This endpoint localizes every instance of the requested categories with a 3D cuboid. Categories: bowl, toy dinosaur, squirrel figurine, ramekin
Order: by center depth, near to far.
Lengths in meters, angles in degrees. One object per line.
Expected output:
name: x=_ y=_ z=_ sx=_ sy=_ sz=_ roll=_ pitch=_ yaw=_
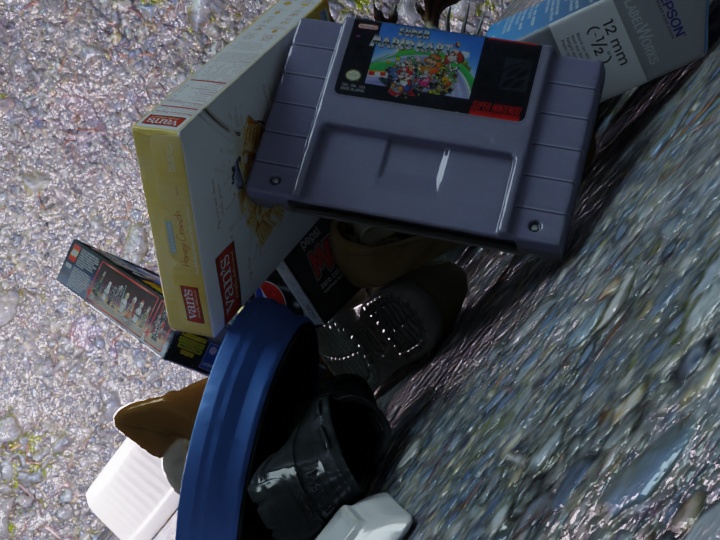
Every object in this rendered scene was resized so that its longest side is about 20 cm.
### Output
bowl: x=-0.069 y=0.120 z=0.969 sx=0.201 sy=0.039 sz=0.203 roll=12 pitch=-90 yaw=-80
toy dinosaur: x=0.050 y=-0.131 z=1.075 sx=0.104 sy=0.201 sz=0.183 roll=-12 pitch=52 yaw=10
squirrel figurine: x=-0.079 y=0.115 z=1.267 sx=0.199 sy=0.142 sz=0.187 roll=-31 pitch=5 yaw=35
ramekin: x=-0.287 y=0.275 z=2.029 sx=0.201 sy=0.105 sz=0.200 roll=-51 pitch=4 yaw=5

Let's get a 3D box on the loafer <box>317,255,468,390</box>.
loafer: x=0.023 y=0.038 z=1.105 sx=0.069 sy=0.076 sz=0.200 roll=-37 pitch=7 yaw=-27

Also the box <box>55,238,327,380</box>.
box: x=-0.132 y=0.040 z=1.128 sx=0.199 sy=0.136 sz=0.040 roll=27 pitch=91 yaw=54

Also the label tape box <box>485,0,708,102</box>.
label tape box: x=0.180 y=-0.165 z=0.980 sx=0.198 sy=0.067 sz=0.143 roll=-22 pitch=13 yaw=15

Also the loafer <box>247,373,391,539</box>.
loafer: x=-0.011 y=0.107 z=0.915 sx=0.070 sy=0.069 sz=0.201 roll=-28 pitch=7 yaw=16

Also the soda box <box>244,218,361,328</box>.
soda box: x=-0.010 y=-0.030 z=1.096 sx=0.063 sy=0.071 sz=0.200 roll=-23 pitch=16 yaw=44

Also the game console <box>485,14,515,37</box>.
game console: x=0.054 y=-0.123 z=1.312 sx=0.174 sy=0.117 sz=0.200 roll=-13 pitch=17 yaw=36

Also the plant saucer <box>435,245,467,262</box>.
plant saucer: x=0.000 y=0.000 z=1.248 sx=0.198 sy=0.039 sz=0.201 roll=-8 pitch=3 yaw=0

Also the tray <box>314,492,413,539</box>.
tray: x=-0.046 y=0.198 z=0.783 sx=0.201 sy=0.022 sz=0.107 roll=-52 pitch=6 yaw=-5

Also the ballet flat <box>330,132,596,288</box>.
ballet flat: x=0.068 y=-0.054 z=1.005 sx=0.199 sy=0.069 sz=0.063 roll=-32 pitch=-39 yaw=3

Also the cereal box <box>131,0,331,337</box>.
cereal box: x=-0.070 y=-0.071 z=0.955 sx=0.200 sy=0.039 sz=0.145 roll=-53 pitch=-36 yaw=-48

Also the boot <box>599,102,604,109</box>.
boot: x=0.153 y=-0.152 z=1.191 sx=0.200 sy=0.065 sz=0.166 roll=124 pitch=170 yaw=-72

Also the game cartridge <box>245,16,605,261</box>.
game cartridge: x=0.040 y=-0.086 z=0.903 sx=0.038 sy=0.198 sz=0.131 roll=58 pitch=-135 yaw=-68
